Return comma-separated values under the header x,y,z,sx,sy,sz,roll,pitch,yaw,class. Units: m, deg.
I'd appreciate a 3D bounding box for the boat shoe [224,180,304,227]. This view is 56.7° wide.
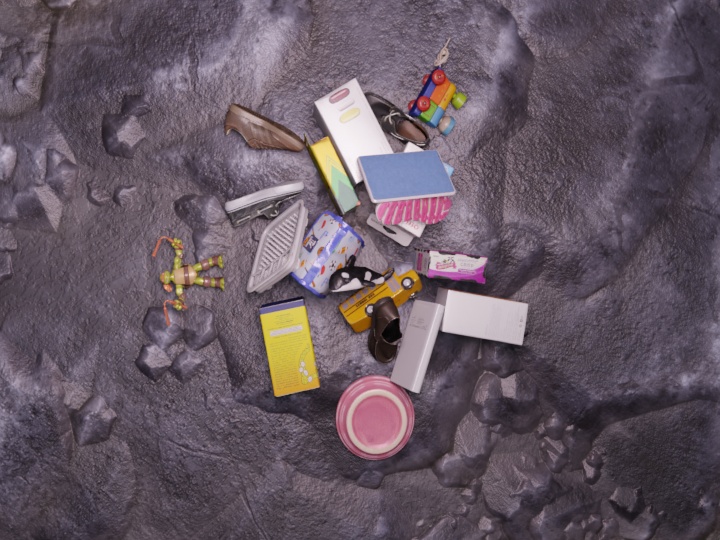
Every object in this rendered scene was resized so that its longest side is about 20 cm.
x,y,z,sx,sy,sz,roll,pitch,yaw,class
-0.219,-0.156,1.570,0.195,0.072,0.073,-17,102,6,boat shoe

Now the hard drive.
x,y,z,sx,sy,sz,roll,pitch,yaw,class
0.132,0.174,1.565,0.026,0.131,0.206,19,85,-20,hard drive

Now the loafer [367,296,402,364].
x,y,z,sx,sy,sz,roll,pitch,yaw,class
0.060,0.155,1.552,0.071,0.072,0.204,-21,136,-17,loafer

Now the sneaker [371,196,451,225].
x,y,z,sx,sy,sz,roll,pitch,yaw,class
0.107,-0.149,1.466,0.195,0.088,0.076,-8,121,-25,sneaker

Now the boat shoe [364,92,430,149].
x,y,z,sx,sy,sz,roll,pitch,yaw,class
0.082,-0.358,1.584,0.198,0.068,0.073,38,83,-2,boat shoe

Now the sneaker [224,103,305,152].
x,y,z,sx,sy,sz,roll,pitch,yaw,class
-0.226,-0.316,1.568,0.196,0.071,0.077,28,108,-2,sneaker

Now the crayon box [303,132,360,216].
x,y,z,sx,sy,sz,roll,pitch,yaw,class
-0.068,-0.228,1.545,0.050,0.127,0.204,-27,95,-4,crayon box

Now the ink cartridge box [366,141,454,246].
x,y,z,sx,sy,sz,roll,pitch,yaw,class
0.111,-0.172,1.564,0.126,0.125,0.204,27,89,-5,ink cartridge box

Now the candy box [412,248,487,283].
x,y,z,sx,sy,sz,roll,pitch,yaw,class
0.201,-0.013,1.539,0.132,0.200,0.063,6,92,-6,candy box

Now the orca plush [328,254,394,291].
x,y,z,sx,sy,sz,roll,pitch,yaw,class
0.000,0.000,1.475,0.196,0.104,0.073,-7,94,-39,orca plush

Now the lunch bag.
x,y,z,sx,sy,sz,roll,pitch,yaw,class
-0.079,-0.035,1.512,0.123,0.200,0.172,36,90,1,lunch bag

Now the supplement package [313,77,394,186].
x,y,z,sx,sy,sz,roll,pitch,yaw,class
-0.017,-0.308,1.532,0.109,0.156,0.204,-29,95,-3,supplement package

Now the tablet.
x,y,z,sx,sy,sz,roll,pitch,yaw,class
0.098,-0.203,1.434,0.194,0.014,0.133,-8,57,-18,tablet

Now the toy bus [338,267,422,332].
x,y,z,sx,sy,sz,roll,pitch,yaw,class
0.050,0.065,1.587,0.198,0.065,0.079,-36,60,-3,toy bus

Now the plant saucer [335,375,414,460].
x,y,z,sx,sy,sz,roll,pitch,yaw,class
0.037,0.359,1.613,0.194,0.051,0.207,0,92,-6,plant saucer

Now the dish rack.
x,y,z,sx,sy,sz,roll,pitch,yaw,class
-0.178,-0.047,1.502,0.043,0.170,0.204,32,45,-28,dish rack

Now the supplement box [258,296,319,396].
x,y,z,sx,sy,sz,roll,pitch,yaw,class
-0.165,0.174,1.559,0.106,0.109,0.206,-10,93,-4,supplement box

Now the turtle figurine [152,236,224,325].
x,y,z,sx,sy,sz,roll,pitch,yaw,class
-0.398,0.021,1.556,0.156,0.064,0.207,-4,84,-13,turtle figurine

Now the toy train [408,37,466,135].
x,y,z,sx,sy,sz,roll,pitch,yaw,class
0.208,-0.434,1.590,0.114,0.085,0.203,31,89,-16,toy train

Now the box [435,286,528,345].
x,y,z,sx,sy,sz,roll,pitch,yaw,class
0.282,0.106,1.589,0.194,0.124,0.101,10,91,-6,box
